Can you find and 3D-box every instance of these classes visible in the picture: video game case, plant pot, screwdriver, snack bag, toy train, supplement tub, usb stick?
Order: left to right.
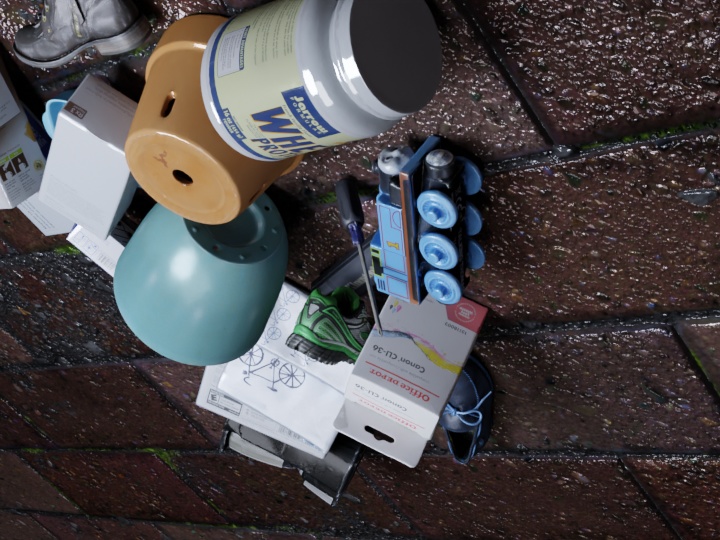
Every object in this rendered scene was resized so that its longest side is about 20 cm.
[{"bbox_3d":[-0.156,-0.145,1.304,0.198,0.141,0.201,20,148,13],"label":"plant pot"},{"bbox_3d":[-0.174,-0.017,1.458,0.199,0.202,0.161,31,138,-4],"label":"plant pot"},{"bbox_3d":[-0.111,0.139,1.682,0.198,0.023,0.184,22,112,9],"label":"video game case"},{"bbox_3d":[-0.084,0.125,1.640,0.187,0.021,0.201,29,113,-1],"label":"snack bag"},{"bbox_3d":[-0.037,-0.187,1.146,0.198,0.146,0.145,-8,133,44],"label":"supplement tub"},{"bbox_3d":[0.000,-0.013,1.335,0.028,0.202,0.029,5,148,-27],"label":"screwdriver"},{"bbox_3d":[0.000,0.000,1.486,0.055,0.033,0.200,32,147,-14],"label":"usb stick"},{"bbox_3d":[0.066,-0.049,1.305,0.113,0.087,0.202,17,138,25],"label":"toy train"}]

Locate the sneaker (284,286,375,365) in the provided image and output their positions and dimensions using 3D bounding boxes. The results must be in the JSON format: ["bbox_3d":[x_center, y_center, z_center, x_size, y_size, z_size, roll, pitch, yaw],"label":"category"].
[{"bbox_3d":[-0.009,0.068,1.500,0.077,0.086,0.199,27,-173,26],"label":"sneaker"}]

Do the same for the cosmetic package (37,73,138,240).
[{"bbox_3d":[-0.305,-0.127,1.438,0.101,0.075,0.200,32,146,-6],"label":"cosmetic package"}]

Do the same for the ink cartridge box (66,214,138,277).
[{"bbox_3d":[-0.279,-0.007,1.590,0.200,0.094,0.044,42,104,-16],"label":"ink cartridge box"}]

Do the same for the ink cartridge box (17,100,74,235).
[{"bbox_3d":[-0.449,-0.127,1.650,0.198,0.044,0.197,-7,134,41],"label":"ink cartridge box"}]

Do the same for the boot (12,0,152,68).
[{"bbox_3d":[-0.318,-0.305,1.285,0.198,0.070,0.175,-3,134,30],"label":"boot"}]

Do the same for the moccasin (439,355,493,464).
[{"bbox_3d":[0.136,0.182,1.602,0.080,0.069,0.201,9,143,28],"label":"moccasin"}]

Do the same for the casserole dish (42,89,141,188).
[{"bbox_3d":[-0.286,-0.158,1.483,0.198,0.039,0.122,20,147,16],"label":"casserole dish"}]

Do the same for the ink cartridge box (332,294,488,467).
[{"bbox_3d":[0.058,0.112,1.440,0.115,0.201,0.068,24,148,6],"label":"ink cartridge box"}]

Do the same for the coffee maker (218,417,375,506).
[{"bbox_3d":[-0.086,0.222,1.769,0.198,0.136,0.193,24,147,6],"label":"coffee maker"}]

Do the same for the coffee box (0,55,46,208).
[{"bbox_3d":[-0.468,-0.180,1.498,0.113,0.080,0.202,1,120,36],"label":"coffee box"}]
